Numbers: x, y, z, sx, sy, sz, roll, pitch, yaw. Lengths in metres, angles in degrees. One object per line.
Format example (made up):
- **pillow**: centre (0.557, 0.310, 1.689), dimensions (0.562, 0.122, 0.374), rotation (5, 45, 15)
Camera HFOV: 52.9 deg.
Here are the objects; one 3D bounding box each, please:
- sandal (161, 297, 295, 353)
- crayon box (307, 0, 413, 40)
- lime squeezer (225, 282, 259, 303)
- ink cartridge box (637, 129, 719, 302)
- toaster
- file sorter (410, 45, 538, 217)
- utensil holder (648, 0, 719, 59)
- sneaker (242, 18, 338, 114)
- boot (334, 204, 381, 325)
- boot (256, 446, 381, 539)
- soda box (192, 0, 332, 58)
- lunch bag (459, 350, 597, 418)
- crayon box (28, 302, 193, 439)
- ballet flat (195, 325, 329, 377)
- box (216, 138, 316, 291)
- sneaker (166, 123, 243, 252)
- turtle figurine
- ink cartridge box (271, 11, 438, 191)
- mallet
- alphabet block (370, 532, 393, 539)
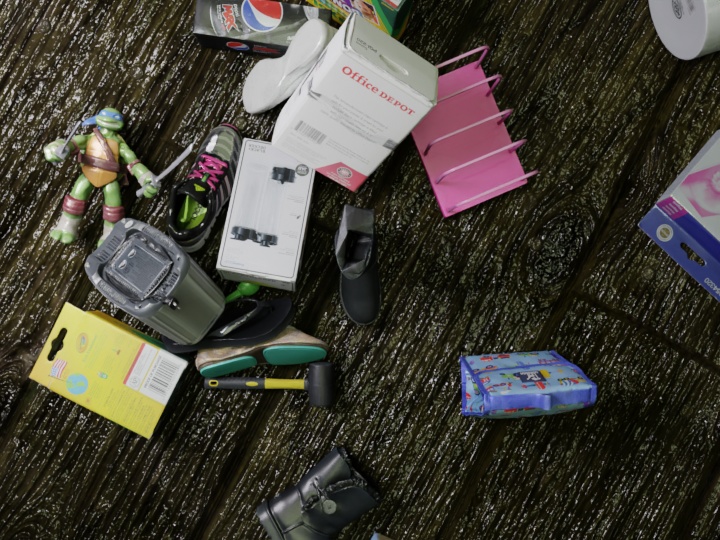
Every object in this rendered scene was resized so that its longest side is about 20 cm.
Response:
- **sandal**: centre (-0.192, 0.076, 1.045), dimensions (0.198, 0.076, 0.043), rotation (-13, 127, -1)
- **crayon box**: centre (-0.023, -0.409, 1.023), dimensions (0.199, 0.173, 0.059), rotation (35, 85, -1)
- **lime squeezer**: centre (-0.175, -0.008, 1.090), dimensions (0.070, 0.038, 0.202), rotation (19, 89, 31)
- **ink cartridge box**: centre (0.564, -0.080, 1.106), dimensions (0.196, 0.043, 0.200), rotation (41, 87, -1)
- **toaster**: centre (-0.275, 0.022, 1.005), dimensions (0.199, 0.129, 0.114), rotation (28, 76, 33)
- **file sorter**: centre (0.156, -0.201, 1.051), dimensions (0.138, 0.125, 0.202), rotation (-22, 90, -2)
- **utensil holder**: centre (0.548, -0.416, 1.048), dimensions (0.198, 0.170, 0.171), rotation (-20, 90, 1)
- **sneaker**: centre (-0.089, -0.279, 1.047), dimensions (0.199, 0.088, 0.076), rotation (-25, 69, 40)
- **boot**: centre (0.000, -0.001, 1.006), dimensions (0.065, 0.200, 0.167), rotation (-5, 90, -2)
- **boot**: centre (-0.035, 0.382, 1.062), dimensions (0.167, 0.076, 0.201), rotation (-34, 84, 2)
- **soda box**: centre (-0.142, -0.357, 1.069), dimensions (0.198, 0.071, 0.064), rotation (7, 89, -2)
- **lunch bag**: centre (0.230, 0.172, 1.012), dimensions (0.149, 0.200, 0.095), rotation (-3, 90, -2)
- **crayon box**: centre (-0.365, 0.144, 1.067), dimensions (0.199, 0.051, 0.128), rotation (28, 89, -2)
- **ballet flat**: centre (-0.147, 0.107, 1.071), dimensions (0.198, 0.068, 0.068), rotation (-8, 59, -3)
- **box**: centre (-0.132, -0.080, 1.050), dimensions (0.115, 0.060, 0.202), rotation (9, 75, -2)
- **sneaker**: centre (-0.227, -0.122, 1.056), dimensions (0.073, 0.087, 0.201), rotation (25, 88, -1)
- **turtle figurine**: centre (-0.364, -0.123, 1.011), dimensions (0.199, 0.143, 0.196), rotation (28, 109, 35)
- **ink cartridge box**: centre (-0.009, -0.222, 0.979), dimensions (0.145, 0.200, 0.085), rotation (27, 49, -21)
- **mallet**: centre (-0.134, 0.160, 1.085), dimensions (0.198, 0.041, 0.067), rotation (8, 89, 2)
- **alphabet block**: centre (0.076, 0.518, 1.007), dimensions (0.199, 0.196, 0.197), rotation (25, 90, -2)
